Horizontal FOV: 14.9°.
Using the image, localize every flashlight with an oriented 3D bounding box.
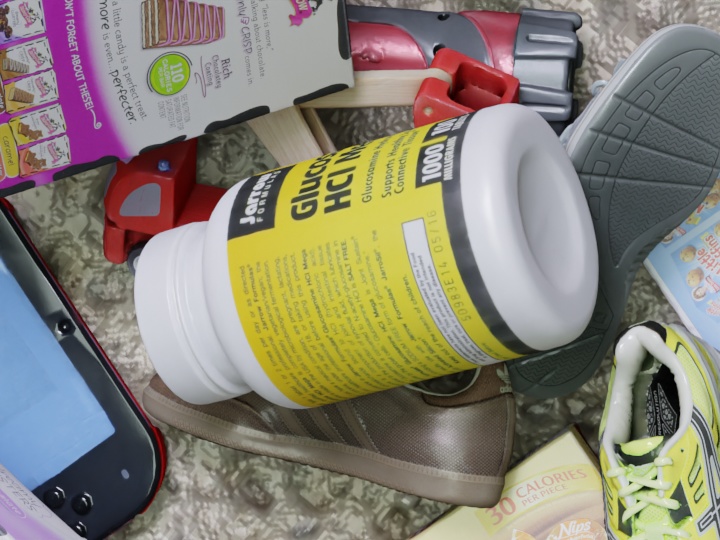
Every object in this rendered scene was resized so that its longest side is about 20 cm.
[{"bbox_3d":[0.010,-0.102,1.369,0.198,0.068,0.069,4,94,7],"label":"flashlight"}]

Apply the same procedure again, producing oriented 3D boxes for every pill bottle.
[{"bbox_3d":[0.000,0.000,1.272,0.199,0.112,0.113,-15,89,26],"label":"pill bottle"}]

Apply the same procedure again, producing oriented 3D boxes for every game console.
[{"bbox_3d":[-0.212,0.073,1.420,0.176,0.031,0.201,-34,86,7],"label":"game console"}]

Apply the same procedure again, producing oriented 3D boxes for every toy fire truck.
[{"bbox_3d":[-0.029,-0.050,1.348,0.198,0.049,0.142,12,126,8],"label":"toy fire truck"}]

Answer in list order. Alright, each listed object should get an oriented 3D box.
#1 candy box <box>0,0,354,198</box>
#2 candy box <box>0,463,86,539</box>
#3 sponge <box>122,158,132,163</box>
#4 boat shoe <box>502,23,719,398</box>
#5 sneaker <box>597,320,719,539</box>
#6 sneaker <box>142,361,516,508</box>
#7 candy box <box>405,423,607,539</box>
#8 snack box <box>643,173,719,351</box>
[{"bbox_3d":[-0.108,-0.123,1.251,0.199,0.061,0.137,-17,133,-13],"label":"candy box"},{"bbox_3d":[-0.253,0.167,1.368,0.168,0.071,0.201,39,102,25],"label":"candy box"},{"bbox_3d":[-0.138,-0.141,1.284,0.111,0.200,0.030,-42,42,11],"label":"sponge"},{"bbox_3d":[0.116,-0.035,1.327,0.074,0.065,0.203,14,116,-19],"label":"boat shoe"},{"bbox_3d":[0.138,0.119,1.283,0.075,0.076,0.201,-17,60,26],"label":"sneaker"},{"bbox_3d":[-0.012,0.061,1.361,0.199,0.070,0.076,13,89,24],"label":"sneaker"},{"bbox_3d":[0.058,0.180,1.370,0.199,0.055,0.116,-35,86,8],"label":"candy box"},{"bbox_3d":[0.199,0.020,1.364,0.072,0.024,0.201,-35,86,8],"label":"snack box"}]
